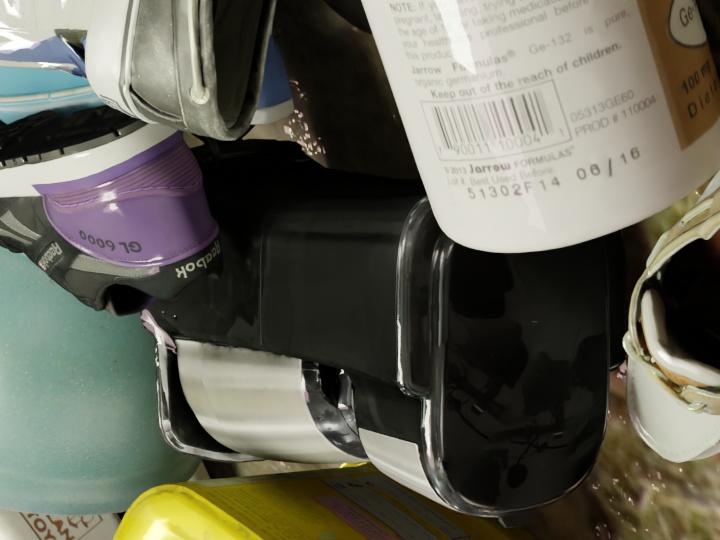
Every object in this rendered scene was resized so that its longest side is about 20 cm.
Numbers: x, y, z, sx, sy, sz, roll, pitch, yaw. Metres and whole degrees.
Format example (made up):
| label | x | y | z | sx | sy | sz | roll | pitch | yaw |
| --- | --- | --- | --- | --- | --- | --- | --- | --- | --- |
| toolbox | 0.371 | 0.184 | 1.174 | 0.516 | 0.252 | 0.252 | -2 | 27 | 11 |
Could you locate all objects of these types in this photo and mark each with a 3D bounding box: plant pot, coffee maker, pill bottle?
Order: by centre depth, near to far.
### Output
| label | x | y | z | sx | sy | sz | roll | pitch | yaw |
| --- | --- | --- | --- | --- | --- | --- | --- | --- | --- |
| pill bottle | 0.053 | -0.118 | 0.870 | 0.114 | 0.114 | 0.200 | 6 | 122 | 51 |
| coffee maker | 0.000 | 0.000 | 1.029 | 0.200 | 0.135 | 0.192 | 4 | 121 | 53 |
| plant pot | -0.156 | 0.009 | 1.216 | 0.200 | 0.200 | 0.134 | 35 | 122 | 29 |

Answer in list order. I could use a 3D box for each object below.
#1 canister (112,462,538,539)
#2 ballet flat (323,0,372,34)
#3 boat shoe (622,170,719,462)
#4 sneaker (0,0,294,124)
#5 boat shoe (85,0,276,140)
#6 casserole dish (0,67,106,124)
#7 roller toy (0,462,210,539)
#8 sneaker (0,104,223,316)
| label | x | y | z | sx | sy | sz | roll | pitch | yaw |
| --- | --- | --- | --- | --- | --- | --- | --- | --- | --- |
| canister | -0.005 | 0.148 | 1.101 | 0.149 | 0.200 | 0.087 | 34 | 105 | 27 |
| ballet flat | -0.012 | -0.176 | 0.936 | 0.200 | 0.068 | 0.068 | 67 | 170 | -20 |
| boat shoe | 0.132 | 0.016 | 0.932 | 0.075 | 0.068 | 0.200 | 40 | 147 | 19 |
| sneaker | -0.102 | -0.135 | 0.988 | 0.199 | 0.081 | 0.115 | 18 | 107 | 33 |
| boat shoe | -0.045 | -0.146 | 0.875 | 0.064 | 0.071 | 0.200 | 20 | 110 | 31 |
| casserole dish | -0.119 | -0.118 | 1.109 | 0.200 | 0.039 | 0.121 | -1 | 80 | 53 |
| roller toy | -0.182 | 0.124 | 1.363 | 0.182 | 0.140 | 0.200 | 36 | 152 | 29 |
| sneaker | -0.129 | -0.018 | 1.054 | 0.200 | 0.076 | 0.088 | 0 | 118 | 58 |
